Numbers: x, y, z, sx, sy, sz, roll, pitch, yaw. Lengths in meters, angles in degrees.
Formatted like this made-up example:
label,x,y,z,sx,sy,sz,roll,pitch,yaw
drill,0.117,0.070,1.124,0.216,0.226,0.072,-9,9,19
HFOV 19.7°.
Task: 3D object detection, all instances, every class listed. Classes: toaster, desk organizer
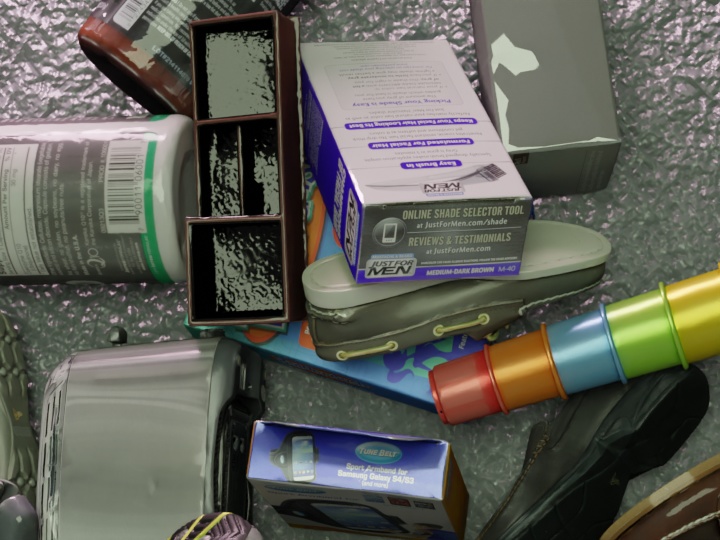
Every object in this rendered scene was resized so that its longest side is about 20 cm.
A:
label,x,y,z,sx,sy,sz,roll,pitch,yaw
toaster,-0.134,0.136,1.339,0.129,0.114,0.201,0,82,11
desk organizer,-0.075,-0.064,1.326,0.071,0.077,0.201,-2,91,6

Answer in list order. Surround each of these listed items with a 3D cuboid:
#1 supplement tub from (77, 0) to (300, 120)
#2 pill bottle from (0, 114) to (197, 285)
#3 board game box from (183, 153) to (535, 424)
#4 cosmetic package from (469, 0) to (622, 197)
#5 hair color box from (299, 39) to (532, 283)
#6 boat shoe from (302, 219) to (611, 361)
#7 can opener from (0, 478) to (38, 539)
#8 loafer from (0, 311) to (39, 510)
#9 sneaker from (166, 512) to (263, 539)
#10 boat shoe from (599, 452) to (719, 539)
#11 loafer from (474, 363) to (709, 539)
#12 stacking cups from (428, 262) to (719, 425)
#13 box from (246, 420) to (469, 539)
label,x,y,z,sx,sy,sz,roll,pitch,yaw
supplement tub,-0.096,-0.202,1.423,0.107,0.107,0.200,37,82,14
pill bottle,-0.207,-0.046,1.390,0.199,0.113,0.114,0,76,12
board game box,0.000,0.000,1.390,0.199,0.045,0.153,16,78,11
cosmetic package,0.118,-0.157,1.383,0.090,0.107,0.201,-9,77,-1
hair color box,0.028,-0.074,1.330,0.109,0.065,0.200,-3,34,-14
boat shoe,0.063,0.014,1.326,0.201,0.072,0.061,-9,116,-10
can opener,-0.270,0.218,1.321,0.067,0.053,0.200,43,111,31
loafer,-0.253,0.123,1.383,0.070,0.070,0.201,-18,73,18
sneaker,-0.114,0.219,1.254,0.076,0.075,0.200,41,123,-7
boat shoe,0.249,0.143,1.309,0.200,0.070,0.070,-31,70,-2
loafer,0.136,0.126,1.336,0.200,0.073,0.072,-43,47,-12
stacking cups,0.143,0.054,1.309,0.199,0.060,0.061,-19,74,11
box,0.001,0.132,1.276,0.118,0.200,0.042,5,76,9
